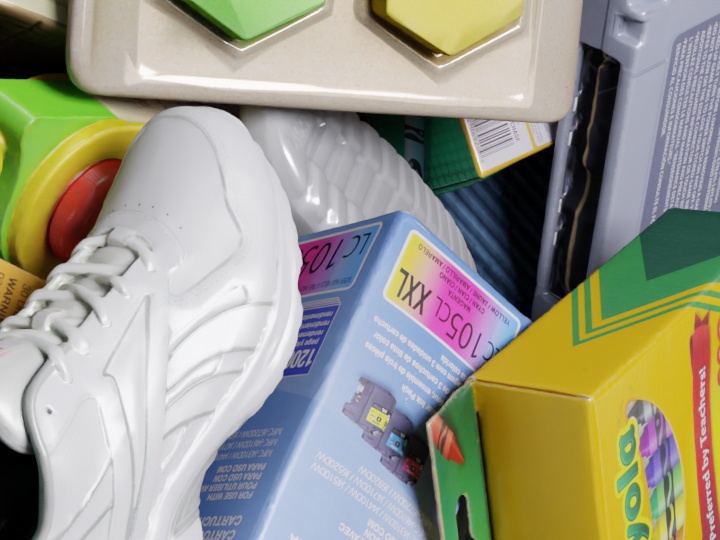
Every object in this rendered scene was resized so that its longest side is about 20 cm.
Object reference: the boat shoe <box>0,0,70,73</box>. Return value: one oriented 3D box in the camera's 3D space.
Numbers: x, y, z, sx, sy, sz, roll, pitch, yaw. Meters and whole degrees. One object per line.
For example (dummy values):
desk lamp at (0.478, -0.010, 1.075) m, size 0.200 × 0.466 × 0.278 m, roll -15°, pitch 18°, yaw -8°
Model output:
boat shoe at (-0.153, -0.120, 0.746) m, size 0.200 × 0.073 × 0.063 m, roll 20°, pitch 73°, yaw -34°

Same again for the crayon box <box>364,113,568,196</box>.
crayon box at (0.040, -0.143, 0.916) m, size 0.119 × 0.058 × 0.200 m, roll -25°, pitch 98°, yaw -39°

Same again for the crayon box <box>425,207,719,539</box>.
crayon box at (0.097, 0.071, 0.789) m, size 0.200 × 0.051 × 0.127 m, roll -36°, pitch 125°, yaw -49°

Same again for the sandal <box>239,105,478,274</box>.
sandal at (0.001, -0.006, 0.866) m, size 0.203 × 0.050 × 0.083 m, roll 53°, pitch 33°, yaw -40°

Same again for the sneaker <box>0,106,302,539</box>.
sneaker at (-0.083, 0.032, 0.679) m, size 0.099 × 0.078 × 0.200 m, roll 33°, pitch 65°, yaw -46°

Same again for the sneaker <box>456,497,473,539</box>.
sneaker at (0.019, 0.153, 0.831) m, size 0.099 × 0.078 × 0.200 m, roll 38°, pitch 66°, yaw -41°

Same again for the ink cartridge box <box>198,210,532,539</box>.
ink cartridge box at (-0.038, 0.088, 0.763) m, size 0.076 × 0.136 × 0.200 m, roll 37°, pitch 61°, yaw -26°

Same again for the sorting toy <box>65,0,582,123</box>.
sorting toy at (0.000, -0.147, 0.757) m, size 0.199 × 0.036 × 0.186 m, roll 1°, pitch 99°, yaw -24°

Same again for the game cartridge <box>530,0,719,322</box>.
game cartridge at (0.134, -0.059, 0.930) m, size 0.133 × 0.041 × 0.200 m, roll -24°, pitch 135°, yaw -36°

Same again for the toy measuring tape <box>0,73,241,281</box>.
toy measuring tape at (-0.088, -0.034, 0.802) m, size 0.200 × 0.073 × 0.074 m, roll -6°, pitch 86°, yaw -57°

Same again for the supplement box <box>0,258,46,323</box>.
supplement box at (-0.170, 0.014, 0.714) m, size 0.200 × 0.066 × 0.069 m, roll 26°, pitch 67°, yaw -32°
